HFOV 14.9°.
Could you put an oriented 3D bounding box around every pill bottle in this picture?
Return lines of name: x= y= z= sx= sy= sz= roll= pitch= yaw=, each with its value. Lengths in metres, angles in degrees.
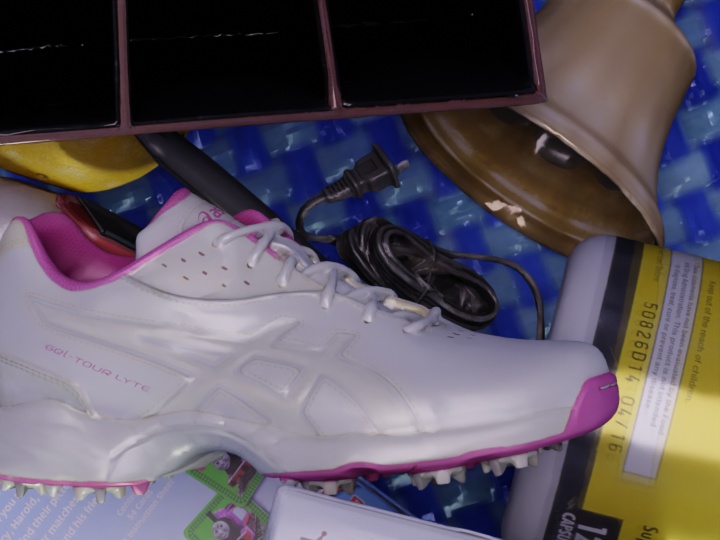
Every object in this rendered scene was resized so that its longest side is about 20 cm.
pill bottle: x=0.152 y=0.063 z=0.880 sx=0.200 sy=0.112 sz=0.112 roll=14 pitch=84 yaw=4

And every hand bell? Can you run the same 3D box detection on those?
hand bell: x=0.111 y=-0.108 z=0.943 sx=0.104 sy=0.104 sz=0.200 roll=34 pitch=75 yaw=6

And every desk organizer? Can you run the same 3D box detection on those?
desk organizer: x=-0.046 y=-0.086 z=0.827 sx=0.200 sy=0.077 sz=0.072 roll=-5 pitch=114 yaw=-12

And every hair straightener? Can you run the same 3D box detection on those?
hair straightener: x=0.000 y=0.000 z=0.908 sx=0.200 sy=0.041 sz=0.077 roll=32 pitch=98 yaw=-25

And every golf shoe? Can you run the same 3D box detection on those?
golf shoe: x=-0.024 y=0.020 z=0.818 sx=0.200 sy=0.075 sz=0.092 roll=-2 pitch=93 yaw=11

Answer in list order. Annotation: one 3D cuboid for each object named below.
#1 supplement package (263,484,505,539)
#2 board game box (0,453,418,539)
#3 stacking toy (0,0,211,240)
supplement package: x=0.022 y=0.139 z=0.812 sx=0.117 sy=0.200 sz=0.118 roll=15 pitch=81 yaw=5
board game box: x=-0.093 y=0.093 z=0.943 sx=0.200 sy=0.037 sz=0.151 roll=37 pitch=86 yaw=6
stacking toy: x=-0.092 y=-0.078 z=0.918 sx=0.146 sy=0.146 sz=0.200 roll=18 pitch=92 yaw=4
